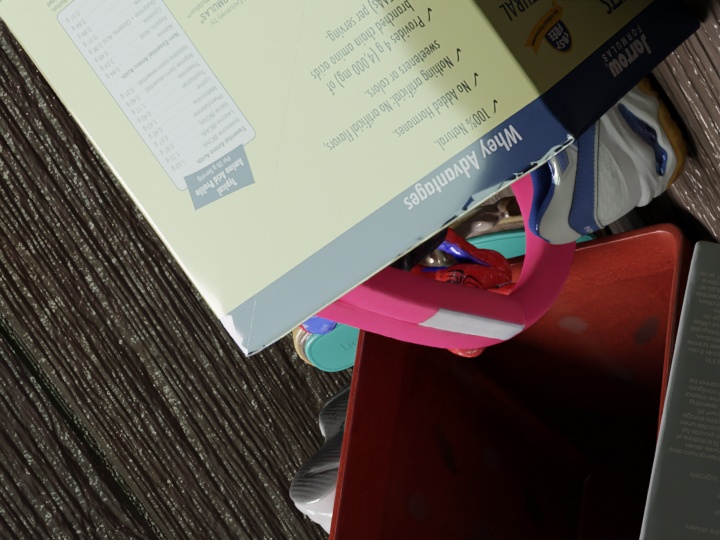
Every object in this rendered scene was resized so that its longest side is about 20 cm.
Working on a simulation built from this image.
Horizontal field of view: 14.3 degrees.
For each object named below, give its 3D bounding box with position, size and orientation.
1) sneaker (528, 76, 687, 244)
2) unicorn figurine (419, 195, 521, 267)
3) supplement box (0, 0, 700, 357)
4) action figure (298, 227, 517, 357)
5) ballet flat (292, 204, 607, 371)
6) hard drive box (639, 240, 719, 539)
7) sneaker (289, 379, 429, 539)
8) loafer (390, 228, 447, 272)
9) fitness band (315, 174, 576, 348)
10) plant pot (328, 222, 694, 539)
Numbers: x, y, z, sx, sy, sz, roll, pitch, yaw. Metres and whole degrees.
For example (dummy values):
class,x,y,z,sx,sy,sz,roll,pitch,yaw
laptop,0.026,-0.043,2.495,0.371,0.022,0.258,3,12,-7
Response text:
class,x,y,z,sx,sy,sz,roll,pitch,yaw
sneaker,0.065,-0.105,1.325,0.201,0.088,0.075,55,176,-1
unicorn figurine,0.031,-0.054,1.624,0.074,0.137,0.200,61,-152,-14
supplement box,-0.011,-0.111,1.177,0.200,0.200,0.134,54,-143,-3
action figure,0.000,0.000,1.472,0.199,0.066,0.099,6,159,41
ballet flat,0.047,-0.005,1.671,0.069,0.199,0.063,55,-159,-41
hard drive box,0.162,0.110,1.239,0.076,0.201,0.156,10,164,10
sneaker,0.018,0.104,1.597,0.080,0.070,0.201,50,-153,-12
loafer,-0.032,-0.045,1.429,0.200,0.070,0.069,38,141,47
fitness band,0.019,-0.039,1.338,0.199,0.037,0.145,15,-124,-33
plant pot,0.118,0.119,1.487,0.176,0.199,0.201,38,-129,-43
